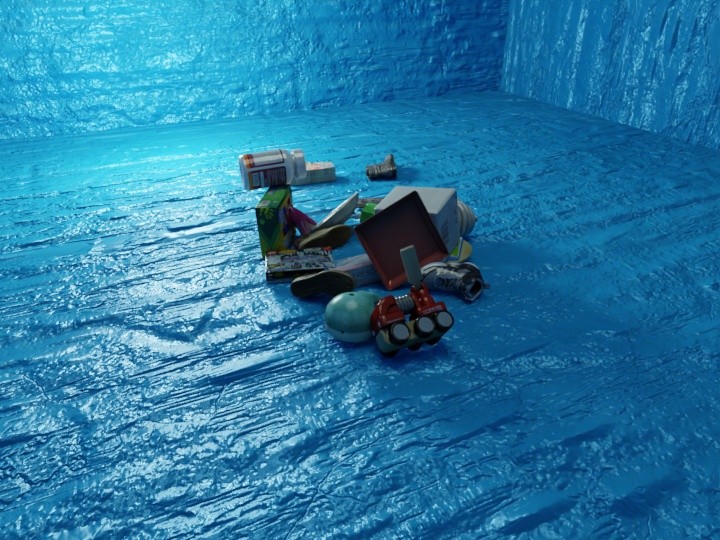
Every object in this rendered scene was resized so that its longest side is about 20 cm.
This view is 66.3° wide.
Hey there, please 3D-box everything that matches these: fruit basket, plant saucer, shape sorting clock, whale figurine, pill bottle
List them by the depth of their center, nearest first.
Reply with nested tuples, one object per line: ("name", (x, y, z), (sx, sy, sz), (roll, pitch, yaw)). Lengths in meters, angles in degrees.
("whale figurine", (-0.009, 0.087, 1.331), (0.156, 0.106, 0.200), (10, 27, 18))
("plant saucer", (0.109, -0.081, 1.488), (0.198, 0.202, 0.037), (-30, 14, 2))
("shape sorting clock", (0.236, -0.053, 1.659), (0.196, 0.040, 0.201), (-9, 30, 5))
("pill bottle", (-0.274, -0.319, 1.725), (0.197, 0.111, 0.110), (-12, 30, -16))
("plant saucer", (-0.071, -0.176, 1.808), (0.199, 0.050, 0.200), (-39, 9, 7))
("fruit basket", (0.091, -0.172, 1.856), (0.183, 0.096, 0.199), (16, 16, 28))

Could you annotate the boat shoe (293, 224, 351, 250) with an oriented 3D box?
("boat shoe", (-0.119, -0.104, 1.725), (0.198, 0.073, 0.072), (-26, 38, -29))

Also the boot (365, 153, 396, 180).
("boot", (0.083, -0.447, 2.366), (0.129, 0.071, 0.201), (-6, 24, 0))

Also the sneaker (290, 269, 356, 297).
("sneaker", (-0.090, 0.026, 1.441), (0.197, 0.072, 0.075), (-5, 17, 29))

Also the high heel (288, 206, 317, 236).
("high heel", (-0.189, -0.170, 1.772), (0.067, 0.097, 0.200), (-28, 10, 0))

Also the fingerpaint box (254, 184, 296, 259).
("fingerpaint box", (-0.257, -0.154, 1.709), (0.072, 0.170, 0.201), (0, 27, 7))

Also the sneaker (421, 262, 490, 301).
("sneaker", (0.245, 0.031, 1.464), (0.196, 0.077, 0.114), (-6, 26, -16))

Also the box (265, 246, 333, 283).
("box", (-0.175, -0.018, 1.595), (0.196, 0.041, 0.137), (-5, 28, -8))

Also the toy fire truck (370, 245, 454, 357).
("toy fire truck", (0.101, 0.067, 1.248), (0.173, 0.129, 0.202), (-12, 64, -22))

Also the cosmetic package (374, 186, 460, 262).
("cosmetic package", (0.169, -0.135, 1.612), (0.197, 0.170, 0.167), (8, 35, 28))

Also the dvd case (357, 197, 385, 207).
("dvd case", (0.071, -0.251, 2.020), (0.196, 0.016, 0.149), (-3, 15, -3))

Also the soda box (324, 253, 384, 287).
("soda box", (0.000, 0.000, 1.537), (0.197, 0.065, 0.068), (-13, 31, -23))

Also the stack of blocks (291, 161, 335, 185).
("stack of blocks", (-0.212, -0.409, 2.297), (0.196, 0.060, 0.115), (-9, 29, -17))

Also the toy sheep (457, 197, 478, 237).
("toy sheep", (0.302, -0.165, 1.775), (0.197, 0.140, 0.138), (-10, 29, -28))
